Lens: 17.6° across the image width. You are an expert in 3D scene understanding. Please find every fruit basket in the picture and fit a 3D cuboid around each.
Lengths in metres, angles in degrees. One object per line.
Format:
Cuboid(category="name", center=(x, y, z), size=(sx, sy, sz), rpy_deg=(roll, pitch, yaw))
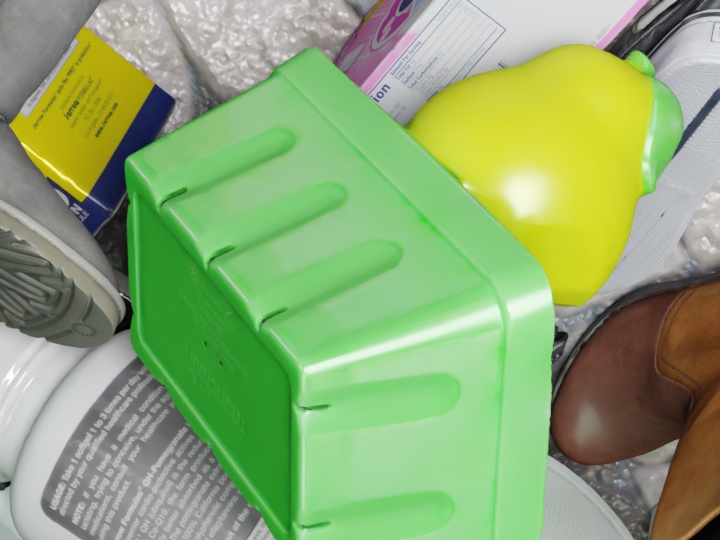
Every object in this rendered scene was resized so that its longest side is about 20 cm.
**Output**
Cuboid(category="fruit basket", center=(0.030, 0.000, 0.890), size=(0.214, 0.216, 0.157), rpy_deg=(7, 124, 9))

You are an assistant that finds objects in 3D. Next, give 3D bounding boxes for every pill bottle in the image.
Cuboid(category="pill bottle", center=(-0.080, 0.094, 1.000), size=(0.199, 0.111, 0.111), rpy_deg=(32, 126, 16))

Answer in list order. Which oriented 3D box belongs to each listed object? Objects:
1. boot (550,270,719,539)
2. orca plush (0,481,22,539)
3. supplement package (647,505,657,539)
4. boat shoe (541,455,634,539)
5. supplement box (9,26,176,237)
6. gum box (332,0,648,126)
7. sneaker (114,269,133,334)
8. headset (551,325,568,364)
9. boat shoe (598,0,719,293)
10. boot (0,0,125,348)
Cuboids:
Cuboid(category="boot", center=(0.147, 0.078, 1.013), size=(0.187, 0.200, 0.069), rpy_deg=(-28, 112, 27))
Cuboid(category="orca plush", center=(-0.137, 0.107, 1.104), size=(0.199, 0.071, 0.106), rpy_deg=(24, 146, 36))
Cuboid(category="supplement package", center=(0.251, 0.138, 1.080), size=(0.155, 0.111, 0.200), rpy_deg=(40, 121, -12))
Cuboid(category="boat shoe", center=(0.041, 0.111, 1.084), size=(0.199, 0.076, 0.060), rpy_deg=(33, 143, -10))
Cuboid(category="supplement box", center=(-0.203, -0.080, 1.054), size=(0.200, 0.110, 0.109), rpy_deg=(38, 122, -11))
Cuboid(category="gum box", center=(0.051, -0.103, 0.975), size=(0.066, 0.114, 0.200), rpy_deg=(36, 122, -11))
Cuboid(category="sneaker", center=(-0.081, 0.067, 1.127), size=(0.073, 0.085, 0.200), rpy_deg=(-37, 109, 15))
Cuboid(category="headset", center=(0.000, 0.000, 1.092), size=(0.199, 0.094, 0.124), rpy_deg=(33, 130, 10))
Cuboid(category="boat shoe", center=(0.124, -0.057, 1.007), size=(0.072, 0.071, 0.200), rpy_deg=(30, 141, -12))
Cuboid(category="boot", center=(-0.134, -0.091, 0.978), size=(0.182, 0.201, 0.072), rpy_deg=(39, 143, -13))
